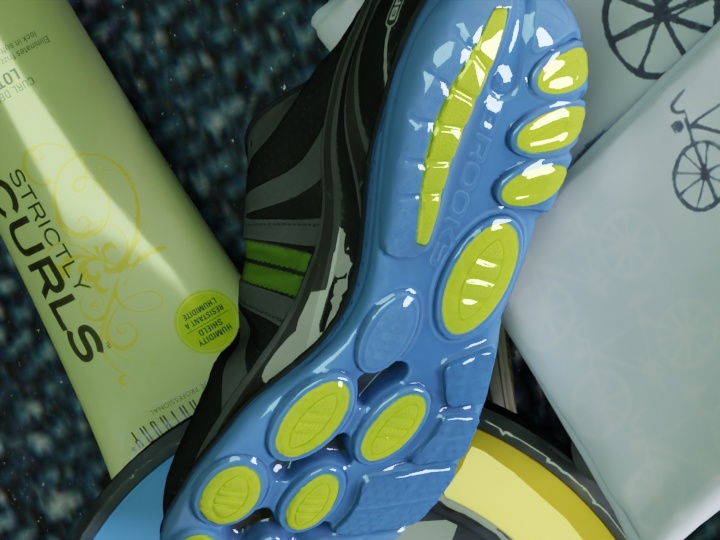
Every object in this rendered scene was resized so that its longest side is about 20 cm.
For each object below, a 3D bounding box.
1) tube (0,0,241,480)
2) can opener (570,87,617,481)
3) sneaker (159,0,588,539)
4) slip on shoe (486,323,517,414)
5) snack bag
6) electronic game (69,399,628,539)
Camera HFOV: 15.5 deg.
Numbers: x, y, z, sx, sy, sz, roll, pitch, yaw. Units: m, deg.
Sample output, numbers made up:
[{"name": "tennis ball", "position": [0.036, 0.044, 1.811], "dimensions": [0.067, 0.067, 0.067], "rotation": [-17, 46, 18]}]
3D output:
[{"name": "tube", "position": [-0.088, -0.026, 0.839], "dimensions": [0.058, 0.052, 0.200], "rotation": [-23, 97, 52]}, {"name": "can opener", "position": [0.087, -0.041, 0.732], "dimensions": [0.053, 0.067, 0.200], "rotation": [1, 86, -11]}, {"name": "sneaker", "position": [0.000, 0.000, 0.723], "dimensions": [0.071, 0.083, 0.200], "rotation": [13, 113, -26]}, {"name": "slip on shoe", "position": [0.013, 0.046, 0.818], "dimensions": [0.076, 0.061, 0.200], "rotation": [-6, 100, 9]}, {"name": "snack bag", "position": [0.087, -0.054, 0.695], "dimensions": [0.189, 0.021, 0.200], "rotation": [-45, 64, 31]}, {"name": "electronic game", "position": [0.000, 0.129, 0.779], "dimensions": [0.200, 0.042, 0.200], "rotation": [1, 99, 9]}]
